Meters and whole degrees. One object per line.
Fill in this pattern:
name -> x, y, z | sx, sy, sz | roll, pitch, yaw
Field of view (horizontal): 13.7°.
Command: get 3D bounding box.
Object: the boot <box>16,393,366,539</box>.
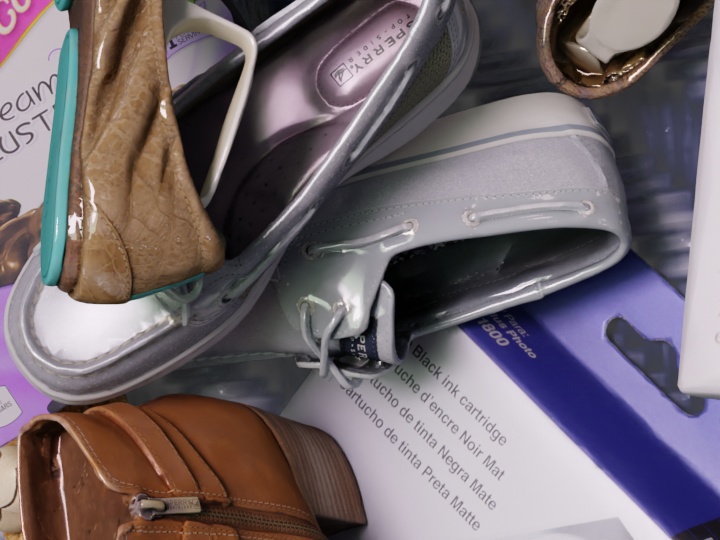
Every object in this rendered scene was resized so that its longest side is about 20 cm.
boot -> -0.038, 0.133, 1.025 | 0.074, 0.154, 0.200 | -40, 64, 24

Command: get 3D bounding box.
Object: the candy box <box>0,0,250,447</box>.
candy box -> -0.122, -0.062, 1.093 | 0.167, 0.200, 0.072 | -32, 29, -3

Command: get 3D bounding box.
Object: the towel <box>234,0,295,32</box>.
towel -> -0.039, -0.145, 1.142 | 0.048, 0.112, 0.200 | -27, 65, -14

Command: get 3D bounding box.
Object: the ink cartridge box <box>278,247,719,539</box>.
ink cartridge box -> 0.057, 0.090, 1.086 | 0.200, 0.041, 0.200 | 44, 108, 28

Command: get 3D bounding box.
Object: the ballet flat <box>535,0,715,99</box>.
ballet flat -> 0.128, -0.129, 1.028 | 0.068, 0.067, 0.200 | 36, 123, -3

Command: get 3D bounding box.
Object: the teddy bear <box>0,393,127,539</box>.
teddy bear -> -0.094, 0.128, 1.141 | 0.067, 0.145, 0.201 | -18, 76, -16

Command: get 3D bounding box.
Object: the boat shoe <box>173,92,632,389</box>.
boat shoe -> 0.001, 0.000, 1.064 | 0.200, 0.070, 0.072 | -20, 53, 1

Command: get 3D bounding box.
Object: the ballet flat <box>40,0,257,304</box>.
ballet flat -> -0.070, -0.086, 0.984 | 0.068, 0.072, 0.201 | 130, 138, -67

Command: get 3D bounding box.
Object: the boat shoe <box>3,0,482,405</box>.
boat shoe -> -0.044, -0.036, 1.018 | 0.202, 0.065, 0.075 | -39, 74, -1

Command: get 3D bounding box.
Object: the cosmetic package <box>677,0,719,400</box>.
cosmetic package -> 0.214, -0.049, 0.927 | 0.167, 0.166, 0.201 | 6, 89, 32
